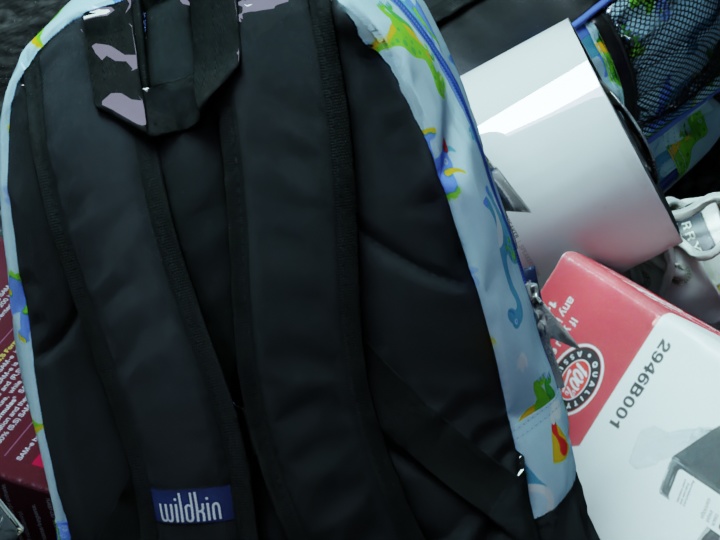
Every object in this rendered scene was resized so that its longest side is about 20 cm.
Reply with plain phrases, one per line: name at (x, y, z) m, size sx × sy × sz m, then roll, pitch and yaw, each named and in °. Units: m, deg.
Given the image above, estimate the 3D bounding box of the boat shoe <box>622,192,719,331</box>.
boat shoe at (0.104, -0.002, 0.953) m, size 0.201 × 0.086 × 0.075 m, roll -4°, pitch 56°, yaw -15°

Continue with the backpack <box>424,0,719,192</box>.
backpack at (0.036, -0.082, 1.058) m, size 0.200 × 0.147 × 0.183 m, roll -34°, pitch 43°, yaw -28°

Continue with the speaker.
speaker at (0.000, 0.000, 0.902) m, size 0.200 × 0.081 × 0.081 m, roll -28°, pitch 40°, yaw 7°

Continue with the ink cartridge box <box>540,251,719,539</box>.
ink cartridge box at (0.109, 0.107, 0.826) m, size 0.200 × 0.084 × 0.145 m, roll 35°, pitch 95°, yaw 41°

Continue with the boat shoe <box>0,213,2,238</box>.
boat shoe at (-0.150, -0.018, 1.105) m, size 0.199 × 0.068 × 0.072 m, roll -19°, pitch 40°, yaw -3°

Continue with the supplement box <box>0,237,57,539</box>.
supplement box at (-0.077, 0.061, 1.000) m, size 0.199 × 0.061 × 0.109 m, roll 15°, pitch 48°, yaw 30°

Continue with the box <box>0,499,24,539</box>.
box at (-0.233, 0.147, 0.915) m, size 0.198 × 0.050 × 0.200 m, roll -11°, pitch 35°, yaw 40°

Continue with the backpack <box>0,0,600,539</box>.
backpack at (-0.026, 0.000, 0.799) m, size 0.163 × 0.201 × 0.154 m, roll -11°, pitch 27°, yaw 18°
